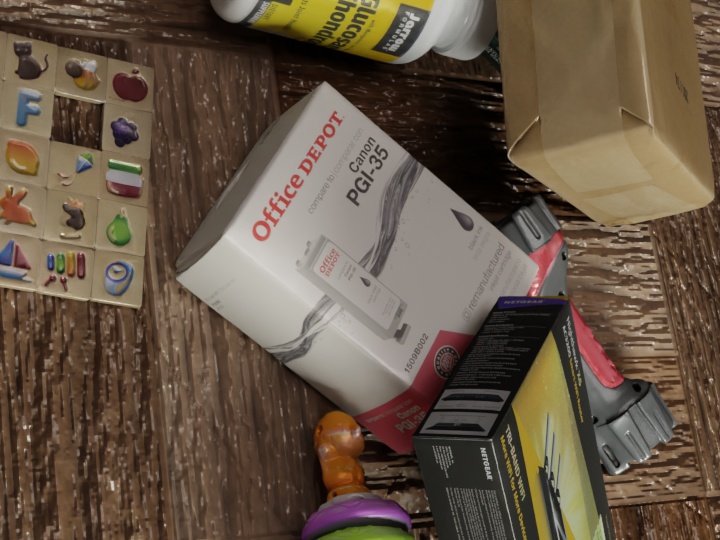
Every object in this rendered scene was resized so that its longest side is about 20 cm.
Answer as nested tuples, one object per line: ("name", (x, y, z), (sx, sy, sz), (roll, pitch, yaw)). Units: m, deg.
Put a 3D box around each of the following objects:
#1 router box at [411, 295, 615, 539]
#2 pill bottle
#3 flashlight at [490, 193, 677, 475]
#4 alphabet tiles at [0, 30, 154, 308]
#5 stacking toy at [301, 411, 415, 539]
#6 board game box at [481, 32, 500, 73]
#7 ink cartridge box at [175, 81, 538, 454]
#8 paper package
("router box", (0.102, 0.140, 0.801), (0.157, 0.052, 0.202), (-51, 133, -51))
("pill bottle", (0.000, -0.210, 0.912), (0.198, 0.112, 0.113), (9, 68, -27))
("flashlight", (0.158, 0.044, 0.943), (0.201, 0.068, 0.068), (54, 37, -3))
("alphabet tiles", (-0.224, -0.071, 0.793), (0.198, 0.008, 0.169), (11, 68, -27))
("stacking toy", (-0.002, 0.179, 0.789), (0.109, 0.116, 0.202), (13, 52, -32))
("board game box", (0.124, -0.267, 1.058), (0.135, 0.028, 0.201), (43, 57, -10))
("ink cartridge box", (0.000, 0.000, 0.853), (0.200, 0.083, 0.147), (39, 58, -14))
("paper package", (0.180, -0.149, 0.946), (0.200, 0.103, 0.193), (20, 63, -60))
